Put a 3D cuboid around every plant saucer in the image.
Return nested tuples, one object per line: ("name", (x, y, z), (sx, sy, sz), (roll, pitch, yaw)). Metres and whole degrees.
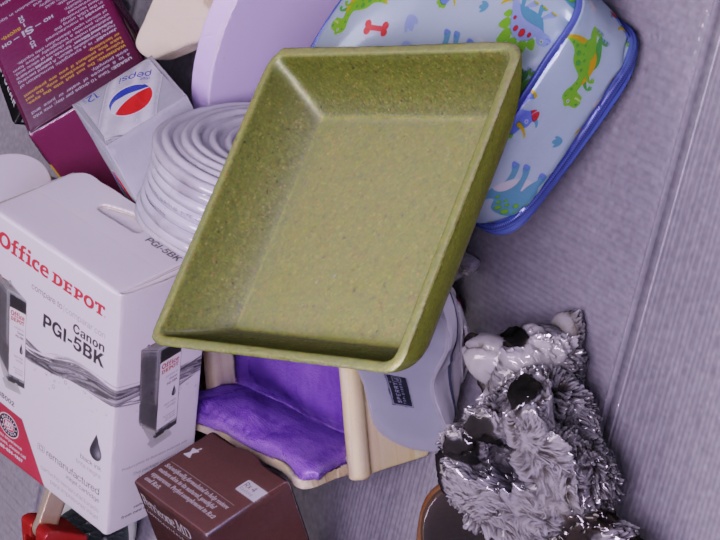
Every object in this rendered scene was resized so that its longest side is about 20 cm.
("plant saucer", (-0.003, -0.031, 1.189), (0.199, 0.048, 0.201), (4, 66, 44))

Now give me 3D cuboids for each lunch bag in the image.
("lunch bag", (0.060, -0.123, 1.277), (0.161, 0.082, 0.200), (-57, 43, 4))

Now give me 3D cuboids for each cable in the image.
("cable", (-0.042, -0.050, 1.350), (0.200, 0.199, 0.069), (38, 126, 48))

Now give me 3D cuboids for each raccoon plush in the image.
("raccoon plush", (0.126, 0.118, 1.236), (0.097, 0.134, 0.200), (-32, 94, 33))

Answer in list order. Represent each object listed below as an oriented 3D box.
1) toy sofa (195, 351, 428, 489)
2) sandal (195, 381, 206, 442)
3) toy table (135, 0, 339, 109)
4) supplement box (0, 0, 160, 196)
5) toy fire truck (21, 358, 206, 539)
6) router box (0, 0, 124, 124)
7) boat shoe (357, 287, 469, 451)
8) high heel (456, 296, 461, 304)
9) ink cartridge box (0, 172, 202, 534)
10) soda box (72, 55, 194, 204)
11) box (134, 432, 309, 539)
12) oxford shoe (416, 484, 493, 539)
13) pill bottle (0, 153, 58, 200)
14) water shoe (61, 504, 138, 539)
("toy sofa", (-0.047, 0.076, 1.431), (0.200, 0.097, 0.083), (20, 118, 55))
("sandal", (-0.103, 0.171, 1.542), (0.080, 0.057, 0.202), (-29, 84, 30))
("toy table", (-0.084, -0.203, 1.454), (0.117, 0.184, 0.200), (40, 104, 30))
("supplement box", (-0.205, -0.141, 1.609), (0.103, 0.131, 0.200), (-31, 43, 0))
("toy fire truck", (-0.176, 0.135, 1.583), (0.049, 0.141, 0.201), (21, 106, 58))
("router box", (-0.281, -0.248, 1.829), (0.149, 0.051, 0.200), (-54, 47, 37))
("boat shoe", (0.031, 0.036, 1.283), (0.200, 0.073, 0.066), (89, -162, -57))
("high heel", (0.000, 0.000, 1.438), (0.200, 0.096, 0.068), (-151, 69, -74))
("ink cartridge box", (-0.186, 0.055, 1.446), (0.147, 0.083, 0.201), (31, 128, 34))
("soda box", (-0.125, -0.051, 1.481), (0.063, 0.068, 0.200), (48, 168, 46))
("box", (-0.073, 0.220, 1.418), (0.100, 0.075, 0.201), (25, 138, 52))
("oxford shoe", (0.062, 0.230, 1.323), (0.071, 0.071, 0.201), (-157, 70, -82))
("pill bottle", (-0.256, 0.000, 1.631), (0.200, 0.110, 0.111), (82, 163, -51))
("water shoe", (-0.202, 0.170, 1.702), (0.079, 0.071, 0.200), (-71, 2, -48))
